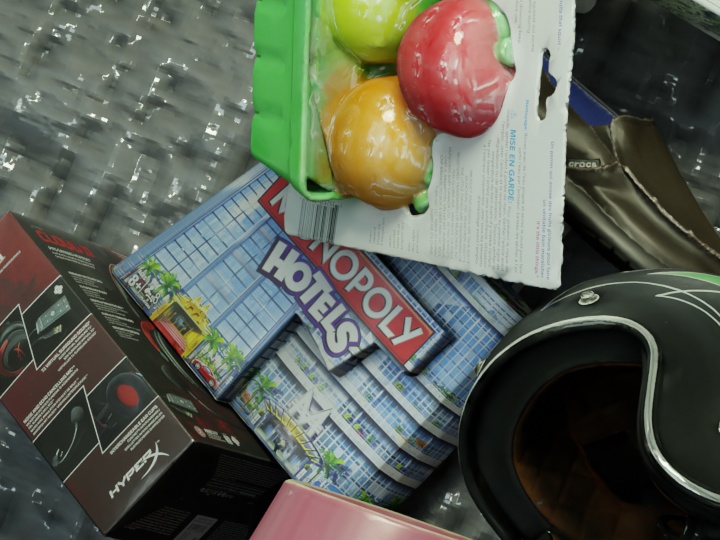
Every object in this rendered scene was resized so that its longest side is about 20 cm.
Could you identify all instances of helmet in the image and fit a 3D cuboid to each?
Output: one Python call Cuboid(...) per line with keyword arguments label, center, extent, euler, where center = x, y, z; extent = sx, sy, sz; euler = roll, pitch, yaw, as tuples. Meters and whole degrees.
Cuboid(label="helmet", center=(0.153, 0.093, 1.308), extent=(0.200, 0.200, 0.191), euler=(-38, 44, 15))

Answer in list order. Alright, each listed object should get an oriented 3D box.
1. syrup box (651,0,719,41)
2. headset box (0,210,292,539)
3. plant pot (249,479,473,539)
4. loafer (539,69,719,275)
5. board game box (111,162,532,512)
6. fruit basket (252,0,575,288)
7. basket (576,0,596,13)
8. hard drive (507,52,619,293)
Cuboid(label="syrup box", center=(0.177, -0.165, 1.351), extent=(0.081, 0.200, 0.079), euler=(-62, 18, 2))
Cuboid(label="headset box", center=(-0.134, 0.058, 1.487), extent=(0.075, 0.149, 0.200), euler=(-47, 63, 10))
Cuboid(label="plant pot", center=(-0.007, 0.208, 1.360), extent=(0.200, 0.200, 0.179), euler=(17, 87, 29))
Cuboid(label="loafer", center=(0.134, -0.046, 1.398), extent=(0.200, 0.073, 0.071), euler=(38, 89, 7))
Cuboid(label="board game box", center=(0.000, 0.000, 1.452), extent=(0.200, 0.062, 0.200), euler=(-48, 63, 11))
Cuboid(label="fruit basket", center=(0.035, -0.096, 1.335), extent=(0.200, 0.094, 0.185), euler=(10, 103, 42))
Cuboid(label="basket", center=(0.076, -0.256, 1.452), extent=(0.136, 0.123, 0.200), euler=(13, 78, 28))
Cuboid(label="hard drive", center=(0.043, -0.035, 1.487), extent=(0.132, 0.025, 0.200), euler=(44, 100, 28))
